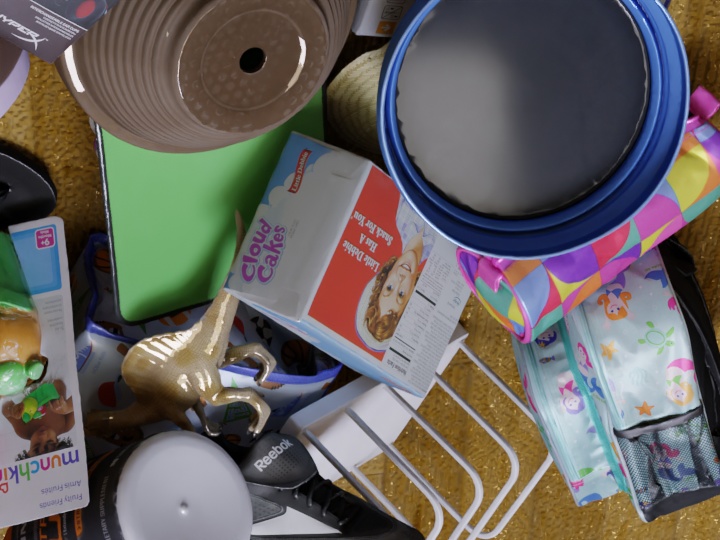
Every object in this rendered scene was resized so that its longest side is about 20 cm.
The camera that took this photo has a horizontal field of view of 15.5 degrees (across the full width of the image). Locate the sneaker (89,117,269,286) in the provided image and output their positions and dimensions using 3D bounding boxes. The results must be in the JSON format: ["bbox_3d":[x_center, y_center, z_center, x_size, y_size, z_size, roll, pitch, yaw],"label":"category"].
[{"bbox_3d":[-0.107,-0.070,1.753,0.100,0.075,0.200,-42,131,-1],"label":"sneaker"}]

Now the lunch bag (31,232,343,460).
[{"bbox_3d":[-0.132,0.084,1.863,0.199,0.124,0.170,17,130,-19],"label":"lunch bag"}]

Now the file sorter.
[{"bbox_3d":[0.023,0.154,1.899,0.200,0.125,0.139,-27,156,-47],"label":"file sorter"}]

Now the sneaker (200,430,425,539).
[{"bbox_3d":[-0.045,0.156,1.774,0.199,0.066,0.091,13,125,34],"label":"sneaker"}]

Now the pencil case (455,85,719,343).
[{"bbox_3d":[0.159,-0.040,1.757,0.200,0.088,0.088,-39,139,-12],"label":"pencil case"}]

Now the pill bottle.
[{"bbox_3d":[-0.166,0.178,1.772,0.106,0.107,0.200,20,154,-30],"label":"pill bottle"}]

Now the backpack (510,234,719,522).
[{"bbox_3d":[0.185,0.056,1.860,0.150,0.178,0.200,-14,128,3],"label":"backpack"}]

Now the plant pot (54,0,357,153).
[{"bbox_3d":[-0.082,-0.148,1.595,0.200,0.093,0.201,-14,126,-20],"label":"plant pot"}]

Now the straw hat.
[{"bbox_3d":[0.078,-0.080,1.719,0.200,0.085,0.201,-3,153,-2],"label":"straw hat"}]

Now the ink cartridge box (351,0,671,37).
[{"bbox_3d":[0.111,-0.222,1.639,0.199,0.047,0.198,1,136,-18],"label":"ink cartridge box"}]

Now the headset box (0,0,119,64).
[{"bbox_3d":[-0.144,-0.239,1.485,0.075,0.149,0.200,28,125,-37],"label":"headset box"}]

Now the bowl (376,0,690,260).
[{"bbox_3d":[0.106,-0.107,1.644,0.200,0.039,0.201,-4,110,-11],"label":"bowl"}]

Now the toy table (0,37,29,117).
[{"bbox_3d":[-0.291,-0.137,1.562,0.183,0.200,0.117,12,133,25],"label":"toy table"}]

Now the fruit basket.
[{"bbox_3d":[-0.270,0.077,1.750,0.185,0.201,0.094,-14,157,23],"label":"fruit basket"}]

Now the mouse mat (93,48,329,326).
[{"bbox_3d":[-0.093,-0.064,1.711,0.160,0.008,0.201,-17,126,-20],"label":"mouse mat"}]

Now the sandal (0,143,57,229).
[{"bbox_3d":[-0.293,-0.060,1.725,0.199,0.045,0.075,19,130,-29],"label":"sandal"}]

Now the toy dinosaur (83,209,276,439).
[{"bbox_3d":[-0.104,0.063,1.741,0.101,0.058,0.200,29,114,-27],"label":"toy dinosaur"}]

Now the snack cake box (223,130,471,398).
[{"bbox_3d":[0.000,0.000,1.754,0.115,0.067,0.200,-65,150,-6],"label":"snack cake box"}]
